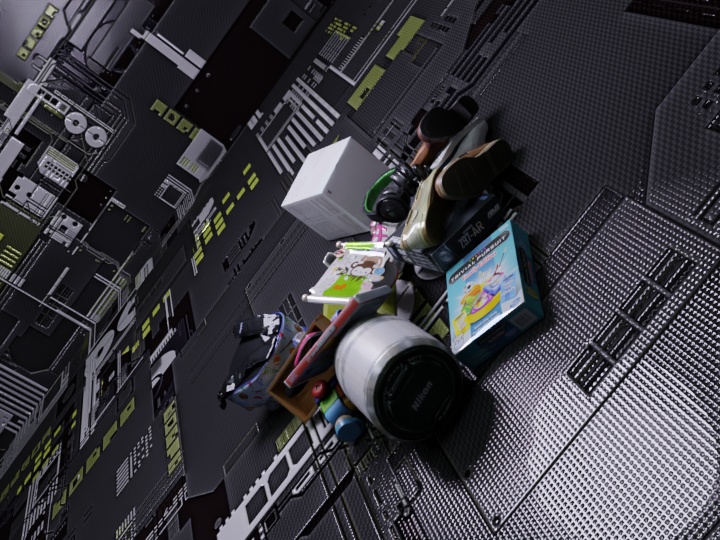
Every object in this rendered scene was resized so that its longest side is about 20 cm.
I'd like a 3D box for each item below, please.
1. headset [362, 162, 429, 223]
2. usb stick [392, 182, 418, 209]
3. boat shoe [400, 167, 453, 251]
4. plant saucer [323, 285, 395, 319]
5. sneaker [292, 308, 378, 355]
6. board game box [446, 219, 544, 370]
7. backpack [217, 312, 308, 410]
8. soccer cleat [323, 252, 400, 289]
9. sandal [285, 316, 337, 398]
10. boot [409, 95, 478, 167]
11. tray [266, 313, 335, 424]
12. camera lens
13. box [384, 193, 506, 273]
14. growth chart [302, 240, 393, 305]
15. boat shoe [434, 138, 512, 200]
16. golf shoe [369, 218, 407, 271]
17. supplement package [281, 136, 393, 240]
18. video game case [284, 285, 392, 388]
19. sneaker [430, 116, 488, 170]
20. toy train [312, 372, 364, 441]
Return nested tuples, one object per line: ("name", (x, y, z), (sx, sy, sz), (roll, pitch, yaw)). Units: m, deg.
("headset", (0.070, -0.161, 1.737), (0.199, 0.094, 0.124), (-2, 52, 52))
("usb stick", (0.111, -0.155, 1.852), (0.056, 0.032, 0.200), (-52, 24, 10))
("boat shoe", (0.115, -0.108, 1.579), (0.063, 0.073, 0.202), (-19, 35, 29))
("plant saucer", (-0.014, 0.070, 1.784), (0.199, 0.048, 0.201), (-42, 27, 29))
("sneaker", (-0.040, 0.108, 1.673), (0.198, 0.079, 0.076), (-14, 26, 23))
("board game box", (0.205, 0.035, 1.418), (0.151, 0.047, 0.201), (-42, 28, 29))
("backpack", (-0.183, 0.184, 1.834), (0.190, 0.153, 0.202), (-40, 33, 48))
("soccer cleat", (0.000, 0.000, 1.683), (0.199, 0.085, 0.069), (13, 75, 61))
("sandal", (-0.091, 0.149, 1.592), (0.075, 0.045, 0.201), (-27, -24, -52))
("boot", (0.128, -0.247, 1.784), (0.200, 0.068, 0.188), (-48, 0, 44))
("tray", (-0.087, 0.183, 1.665), (0.201, 0.098, 0.037), (-55, -7, 31))
("camera lens", (0.056, 0.161, 1.401), (0.161, 0.159, 0.200), (-56, 24, -1))
("box", (0.147, -0.075, 1.619), (0.160, 0.044, 0.200), (-42, 21, -12))
("growth chart", (-0.016, 0.003, 1.599), (0.143, 0.018, 0.201), (-4, 32, 29))
("boat shoe", (0.192, -0.171, 1.605), (0.199, 0.073, 0.068), (-29, 11, -39))
("golf shoe", (0.063, -0.072, 1.773), (0.092, 0.072, 0.201), (-55, 22, 29))
("supplement package", (-0.048, -0.179, 2.033), (0.199, 0.150, 0.153), (-9, 50, 59))
("video game case", (-0.035, 0.109, 1.512), (0.201, 0.017, 0.143), (-51, -14, 19))
("sneaker", (0.204, -0.222, 1.722), (0.200, 0.080, 0.076), (-51, 1, -43))
("toy train", (0.011, 0.192, 1.556), (0.200, 0.084, 0.116), (-48, 36, 14))
